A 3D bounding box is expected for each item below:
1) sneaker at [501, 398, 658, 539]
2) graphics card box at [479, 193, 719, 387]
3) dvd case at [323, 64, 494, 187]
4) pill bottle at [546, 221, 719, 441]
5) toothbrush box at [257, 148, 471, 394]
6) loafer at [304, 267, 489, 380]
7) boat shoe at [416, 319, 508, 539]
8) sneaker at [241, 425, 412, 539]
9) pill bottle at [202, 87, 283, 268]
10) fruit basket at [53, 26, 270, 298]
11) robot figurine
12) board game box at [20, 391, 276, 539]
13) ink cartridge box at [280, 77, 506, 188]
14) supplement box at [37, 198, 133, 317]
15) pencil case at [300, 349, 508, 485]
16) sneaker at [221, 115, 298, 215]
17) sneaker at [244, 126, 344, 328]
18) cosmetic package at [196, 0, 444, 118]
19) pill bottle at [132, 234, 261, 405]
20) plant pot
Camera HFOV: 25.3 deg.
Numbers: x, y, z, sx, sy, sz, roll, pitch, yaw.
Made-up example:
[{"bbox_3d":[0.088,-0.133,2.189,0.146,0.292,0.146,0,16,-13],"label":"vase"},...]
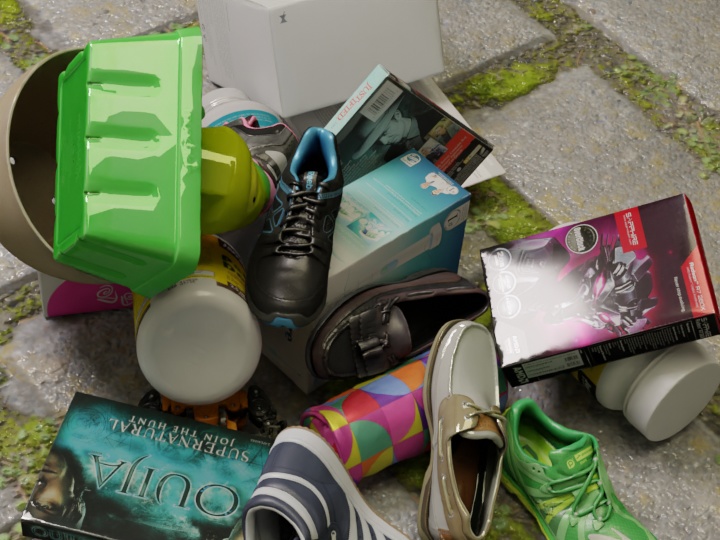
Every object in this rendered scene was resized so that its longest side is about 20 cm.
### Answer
[{"bbox_3d":[0.184,0.191,1.388,0.074,0.084,0.200,-28,56,-30],"label":"sneaker"},{"bbox_3d":[0.213,0.018,1.436,0.197,0.051,0.127,-15,60,13],"label":"graphics card box"},{"bbox_3d":[0.029,-0.103,1.541,0.199,0.146,0.022,25,21,-53],"label":"dvd case"},{"bbox_3d":[0.237,0.057,1.504,0.113,0.115,0.200,-23,53,-27],"label":"pill bottle"},{"bbox_3d":[0.000,0.000,1.505,0.199,0.148,0.085,-32,56,-31],"label":"toothbrush box"},{"bbox_3d":[0.037,0.046,1.444,0.063,0.073,0.199,12,27,43],"label":"loafer"},{"bbox_3d":[0.096,0.139,1.374,0.074,0.068,0.203,10,76,-27],"label":"boat shoe"},{"bbox_3d":[-0.019,0.231,1.270,0.201,0.070,0.109,52,33,-12],"label":"sneaker"},{"bbox_3d":[-0.111,-0.093,1.604,0.109,0.112,0.201,-11,49,-18],"label":"pill bottle"},{"bbox_3d":[-0.148,-0.083,1.325,0.213,0.155,0.219,6,75,-26],"label":"fruit basket"},{"bbox_3d":[-0.131,0.180,1.374,0.143,0.059,0.202,-1,47,-9],"label":"robot figurine"},{"bbox_3d":[-0.161,0.179,1.311,0.197,0.028,0.136,12,46,5],"label":"board game box"},{"bbox_3d":[0.030,-0.127,1.703,0.174,0.045,0.201,-18,51,-22],"label":"ink cartridge box"},{"bbox_3d":[-0.271,-0.065,1.561,0.100,0.104,0.201,-5,46,-11],"label":"supplement box"},{"bbox_3d":[0.037,0.128,1.432,0.198,0.089,0.088,-24,53,-27],"label":"pencil case"},{"bbox_3d":[-0.134,-0.106,1.516,0.198,0.079,0.096,8,54,43],"label":"sneaker"},{"bbox_3d":[-0.056,-0.038,1.376,0.072,0.082,0.202,8,47,-1],"label":"sneaker"},{"bbox_3d":[-0.046,-0.263,1.724,0.197,0.125,0.200,-18,24,-23],"label":"cosmetic package"},{"bbox_3d":[-0.149,0.032,1.436,0.108,0.111,0.200,-2,21,-9],"label":"pill bottle"},{"bbox_3d":[-0.259,-0.079,1.398,0.133,0.201,0.201,-13,28,43],"label":"plant pot"}]
